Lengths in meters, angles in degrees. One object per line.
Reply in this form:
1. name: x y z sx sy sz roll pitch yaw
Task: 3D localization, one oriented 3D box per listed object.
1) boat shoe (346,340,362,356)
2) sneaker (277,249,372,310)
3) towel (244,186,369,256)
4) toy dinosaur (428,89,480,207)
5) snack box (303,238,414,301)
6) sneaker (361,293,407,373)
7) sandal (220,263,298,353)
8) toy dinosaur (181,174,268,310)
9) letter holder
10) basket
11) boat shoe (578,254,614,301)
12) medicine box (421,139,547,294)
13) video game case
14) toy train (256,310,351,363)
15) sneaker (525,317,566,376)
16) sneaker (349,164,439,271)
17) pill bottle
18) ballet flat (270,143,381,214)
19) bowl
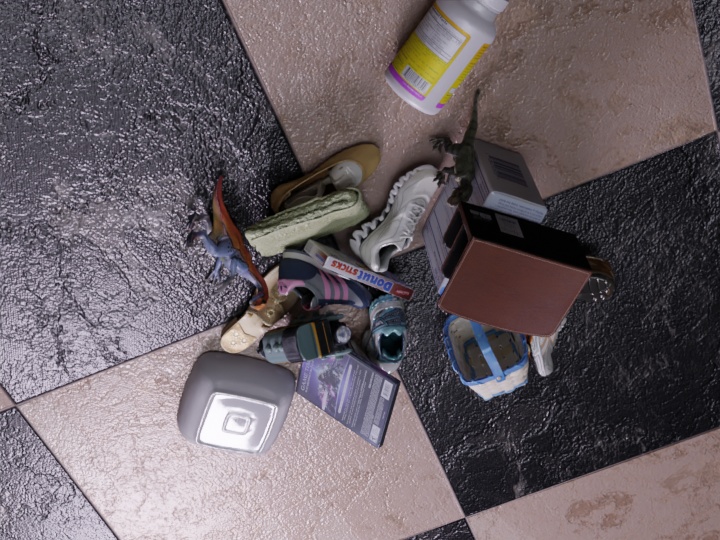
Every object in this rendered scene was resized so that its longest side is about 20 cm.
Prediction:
1. boat shoe: -0.014 0.214 1.881 0.062 0.075 0.202 -13 130 -11
2. sneaker: -0.064 0.038 1.735 0.199 0.083 0.070 29 158 -35
3. towel: -0.083 -0.075 1.656 0.198 0.148 0.037 -21 79 3
4. toy dinosaur: 0.151 -0.180 1.620 0.047 0.202 0.088 25 155 -37
5. snack box: 0.000 0.000 1.711 0.199 0.072 0.024 22 100 -39
6. sneaker: 0.045 0.134 1.812 0.077 0.087 0.201 -8 141 -4
7. sandal: -0.166 0.081 1.777 0.077 0.070 0.212 33 113 -25
8. toy dinosaur: -0.206 -0.020 1.688 0.180 0.105 0.201 27 114 -27
9. letter holder: 0.218 0.004 1.539 0.198 0.101 0.143 15 122 -16
10. basket: 0.215 0.116 1.791 0.138 0.178 0.200 -25 142 11
11. boat shoe: 0.342 -0.001 1.787 0.198 0.074 0.076 13 137 7
12. medicine box: 0.193 -0.076 1.651 0.102 0.183 0.201 16 120 -16
13. video game case: -0.026 0.206 1.825 0.019 0.199 0.144 -24 136 -48
14. toy train: -0.098 0.118 1.745 0.113 0.199 0.086 -12 90 -32
15. sneaker: 0.339 0.105 1.857 0.091 0.076 0.201 -18 125 0
16. sneaker: 0.069 -0.082 1.682 0.075 0.081 0.200 22 114 -43
17. pill bottle: 0.130 -0.338 1.520 0.104 0.105 0.200 28 115 -23
18. ballet flat: -0.053 -0.135 1.653 0.199 0.063 0.069 -28 119 11
19. bowl: -0.227 0.257 1.884 0.198 0.075 0.201 15 119 -17
